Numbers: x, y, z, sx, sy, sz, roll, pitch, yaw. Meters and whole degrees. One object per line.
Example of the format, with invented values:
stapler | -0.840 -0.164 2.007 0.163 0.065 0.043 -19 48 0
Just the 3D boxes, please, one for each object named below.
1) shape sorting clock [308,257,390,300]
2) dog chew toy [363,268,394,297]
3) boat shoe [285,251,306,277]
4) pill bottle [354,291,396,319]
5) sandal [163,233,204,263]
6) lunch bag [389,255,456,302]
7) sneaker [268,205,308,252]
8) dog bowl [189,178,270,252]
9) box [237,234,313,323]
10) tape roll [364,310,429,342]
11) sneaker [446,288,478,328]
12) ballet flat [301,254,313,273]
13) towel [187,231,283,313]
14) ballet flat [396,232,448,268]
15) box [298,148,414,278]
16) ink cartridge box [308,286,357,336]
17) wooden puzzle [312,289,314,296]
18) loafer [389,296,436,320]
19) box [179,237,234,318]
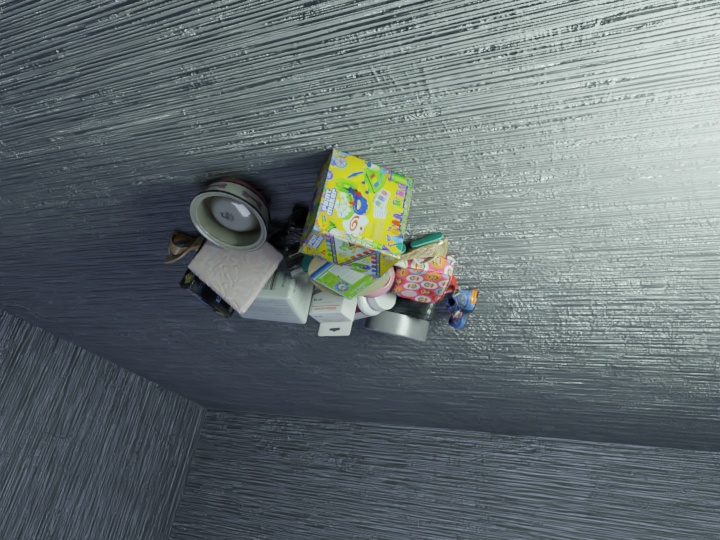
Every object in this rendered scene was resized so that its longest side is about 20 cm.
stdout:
shape sorting clock | -0.027 0.002 1.464 0.199 0.039 0.200 2 139 2
dog chew toy | 0.000 0.000 1.620 0.124 0.125 0.200 33 172 -36
boat shoe | -0.096 -0.049 1.571 0.201 0.061 0.072 -24 169 -10
pill bottle | 0.004 0.087 1.815 0.109 0.110 0.200 31 148 -34
sandal | -0.514 -0.084 1.759 0.211 0.078 0.070 -15 124 33
lunch bag | 0.175 0.019 1.635 0.175 0.082 0.200 12 154 -1
sneaker | -0.171 -0.108 1.539 0.199 0.076 0.114 -10 145 33
dog bowl | -0.311 -0.139 1.487 0.199 0.074 0.201 11 140 9
box | -0.243 0.021 1.685 0.198 0.201 0.171 4 151 15
tape roll | 0.116 0.174 1.927 0.199 0.066 0.200 13 174 1
sneaker | 0.288 0.105 1.790 0.078 0.076 0.200 19 147 5
ballet flat | -0.069 -0.068 1.483 0.063 0.069 0.200 17 117 -45
towel | -0.323 -0.021 1.578 0.200 0.191 0.032 39 -179 14
ballet flat | 0.123 -0.039 1.508 0.199 0.071 0.065 -11 116 18
box | -0.008 -0.119 1.297 0.192 0.201 0.122 19 153 -14
ink cartridge box | -0.073 0.082 1.732 0.115 0.201 0.067 -6 150 31
wooden puzzle | -0.236 0.060 1.944 0.199 0.046 0.185 16 154 3
loafer | 0.143 0.099 1.835 0.200 0.071 0.068 13 179 39
box | -0.393 0.005 1.714 0.050 0.201 0.199 10 156 31
